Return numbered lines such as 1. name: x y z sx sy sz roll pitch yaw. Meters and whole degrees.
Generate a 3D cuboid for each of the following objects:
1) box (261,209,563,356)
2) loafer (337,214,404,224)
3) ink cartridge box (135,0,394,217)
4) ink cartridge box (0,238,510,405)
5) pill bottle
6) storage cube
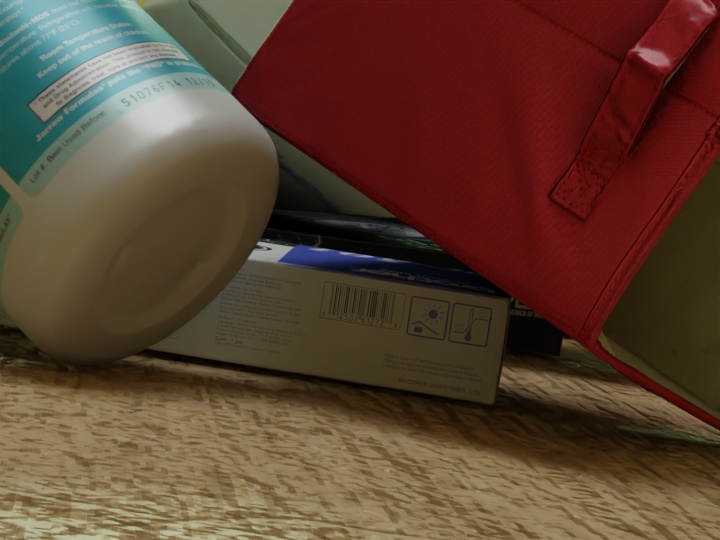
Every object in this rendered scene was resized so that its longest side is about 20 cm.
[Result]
1. box: 0.000 0.000 1.184 0.159 0.044 0.200 7 5 -14
2. loafer: -0.003 -0.059 1.299 0.200 0.076 0.067 -31 -38 28
3. ink cartridge box: -0.017 -0.124 1.108 0.145 0.145 0.200 44 -13 -18
4. ink cartridge box: -0.041 0.011 0.931 0.199 0.044 0.094 9 5 3
5. pill bottle: -0.129 -0.068 0.847 0.200 0.111 0.111 45 21 24
6. storage cube: 0.096 -0.066 0.858 0.180 0.171 0.200 35 4 31
